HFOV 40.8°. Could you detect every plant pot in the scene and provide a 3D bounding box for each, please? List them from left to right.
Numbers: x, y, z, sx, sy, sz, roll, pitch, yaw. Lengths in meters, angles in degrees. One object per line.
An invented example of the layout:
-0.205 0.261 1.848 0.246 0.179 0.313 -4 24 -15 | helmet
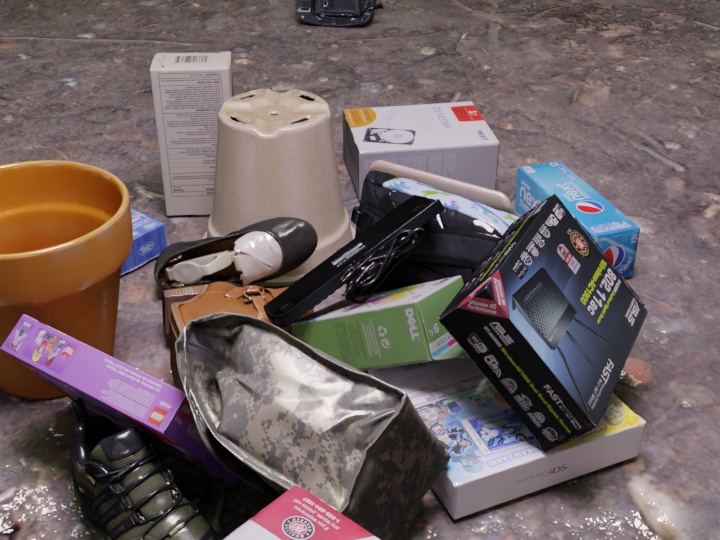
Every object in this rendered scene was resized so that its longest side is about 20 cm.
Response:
-0.320 0.017 0.960 0.197 0.186 0.201 1 31 0 | plant pot
-0.101 -0.112 1.175 0.197 0.186 0.201 0 30 0 | plant pot

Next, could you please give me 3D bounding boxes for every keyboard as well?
0.000 0.000 0.943 0.199 0.040 0.104 -37 17 -7 | keyboard

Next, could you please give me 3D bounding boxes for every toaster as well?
-0.039 -0.581 2.019 0.197 0.115 0.130 3 29 8 | toaster

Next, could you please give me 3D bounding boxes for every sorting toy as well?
0.122 -0.070 1.160 0.183 0.037 0.200 19 -3 27 | sorting toy

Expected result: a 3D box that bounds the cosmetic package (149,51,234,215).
-0.212 -0.178 1.266 0.103 0.203 0.071 -1 29 -4 | cosmetic package

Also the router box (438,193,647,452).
0.172 0.040 0.874 0.150 0.062 0.200 50 40 -5 | router box

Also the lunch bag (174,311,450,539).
-0.049 0.124 0.770 0.198 0.164 0.118 25 74 27 | lunch bag

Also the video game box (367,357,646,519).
0.131 0.131 0.908 0.197 0.047 0.182 -13 31 -20 | video game box

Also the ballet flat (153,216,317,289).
-0.145 -0.009 1.093 0.197 0.069 0.068 -13 16 16 | ballet flat

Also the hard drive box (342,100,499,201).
0.081 -0.173 1.380 0.197 0.078 0.157 -5 32 -9 | hard drive box

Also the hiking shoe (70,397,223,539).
-0.179 0.180 0.766 0.075 0.102 0.199 -33 42 -32 | hiking shoe

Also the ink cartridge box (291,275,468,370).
0.044 0.051 0.932 0.198 0.060 0.103 -12 6 33 | ink cartridge box

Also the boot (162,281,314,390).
-0.120 0.058 0.989 0.152 0.075 0.200 -3 24 -15 | boot

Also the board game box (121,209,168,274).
-0.375 -0.033 1.178 0.197 0.044 0.199 21 37 33 | board game box

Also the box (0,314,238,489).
-0.203 0.115 0.847 0.198 0.137 0.039 20 69 29 | box

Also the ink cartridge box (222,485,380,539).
-0.056 0.266 0.586 0.144 0.147 0.199 25 39 35 | ink cartridge box

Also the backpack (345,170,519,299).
0.097 -0.010 1.027 0.152 0.166 0.199 2 9 -41 | backpack

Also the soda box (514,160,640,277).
0.265 -0.064 1.208 0.063 0.069 0.201 -10 33 -15 | soda box
